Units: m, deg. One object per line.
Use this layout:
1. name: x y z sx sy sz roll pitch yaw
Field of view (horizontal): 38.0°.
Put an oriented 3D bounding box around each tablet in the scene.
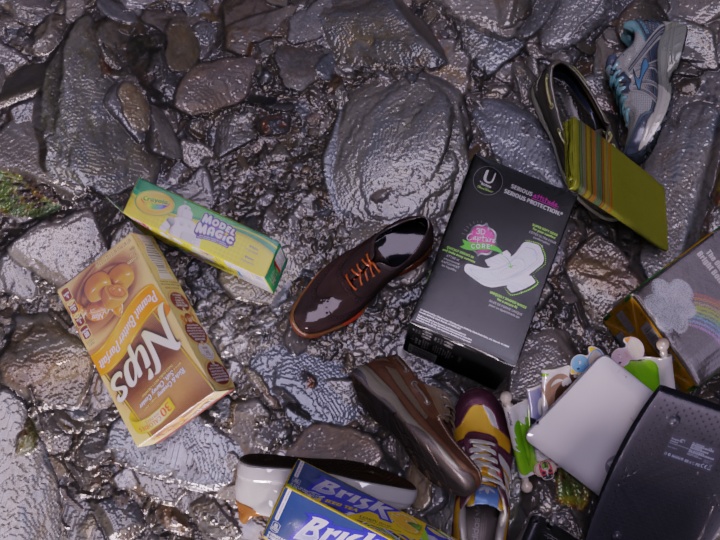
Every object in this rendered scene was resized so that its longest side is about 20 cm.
1. tablet: 0.289 0.192 1.119 0.199 0.014 0.131 38 110 -9

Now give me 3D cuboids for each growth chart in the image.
1. growth chart: 0.248 0.152 1.124 0.196 0.018 0.147 -18 109 11

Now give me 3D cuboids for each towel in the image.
1. towel: 0.291 -0.094 1.182 0.198 0.018 0.088 26 60 -40

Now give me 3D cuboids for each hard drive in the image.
1. hard drive: 0.325 0.221 1.097 0.132 0.042 0.203 18 113 -2

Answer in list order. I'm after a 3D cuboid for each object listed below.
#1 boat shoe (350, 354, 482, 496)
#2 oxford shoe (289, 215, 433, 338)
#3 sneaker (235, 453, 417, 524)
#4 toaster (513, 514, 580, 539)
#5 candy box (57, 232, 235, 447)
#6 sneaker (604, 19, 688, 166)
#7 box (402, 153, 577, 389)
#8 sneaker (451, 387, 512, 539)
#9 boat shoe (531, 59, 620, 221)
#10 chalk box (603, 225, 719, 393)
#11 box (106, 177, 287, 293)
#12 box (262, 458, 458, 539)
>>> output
1. boat shoe: 0.069 0.156 1.121 0.071 0.077 0.200 -30 52 -19
2. oxford shoe: 0.000 0.000 1.187 0.199 0.073 0.071 -40 81 -11
3. sneaker: -0.038 0.252 1.131 0.195 0.073 0.087 6 95 0
4. toaster: 0.202 0.383 1.045 0.179 0.120 0.201 31 47 6
5. candy box: -0.237 0.075 1.148 0.115 0.055 0.202 -34 77 15
6. sneaker: 0.332 -0.217 1.263 0.085 0.078 0.203 15 65 8
7. box: 0.139 0.005 1.152 0.122 0.149 0.203 22 76 5
8. sneaker: 0.133 0.224 1.124 0.073 0.090 0.204 0 75 -2
9. boat shoe: 0.267 -0.155 1.244 0.071 0.060 0.205 -23 78 -10
10. chalk box: 0.395 0.035 1.169 0.198 0.124 0.125 -33 78 -11
11. box: -0.181 -0.042 1.168 0.197 0.117 0.049 23 81 4
12. box: 0.006 0.272 1.053 0.197 0.070 0.065 26 105 1
